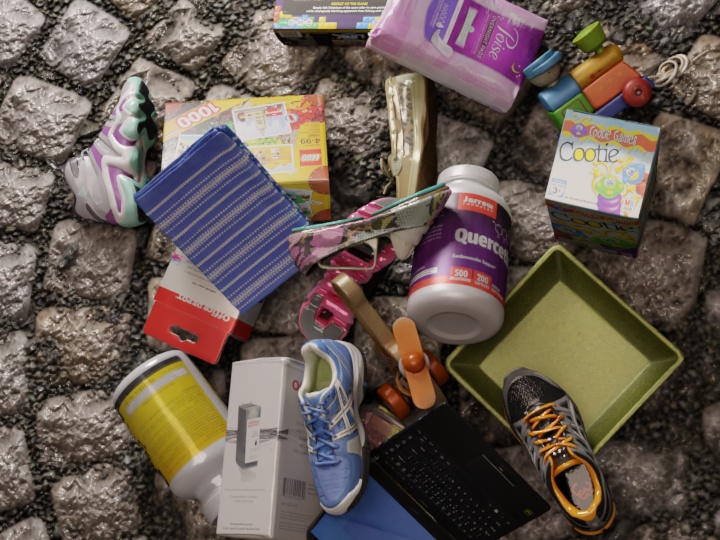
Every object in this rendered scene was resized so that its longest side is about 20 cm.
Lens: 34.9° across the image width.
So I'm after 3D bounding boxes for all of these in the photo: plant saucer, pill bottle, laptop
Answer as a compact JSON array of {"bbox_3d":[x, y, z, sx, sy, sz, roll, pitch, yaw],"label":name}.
[{"bbox_3d":[0.236,0.108,1.337,0.200,0.048,0.200,-46,73,0],"label":"plant saucer"},{"bbox_3d":[0.118,-0.022,1.340,0.112,0.113,0.201,1,58,13],"label":"pill bottle"},{"bbox_3d":[-0.204,0.204,1.386,0.112,0.112,0.200,-40,73,3],"label":"pill bottle"},{"bbox_3d":[0.075,0.278,1.273,0.177,0.103,0.200,45,122,-11],"label":"laptop"}]

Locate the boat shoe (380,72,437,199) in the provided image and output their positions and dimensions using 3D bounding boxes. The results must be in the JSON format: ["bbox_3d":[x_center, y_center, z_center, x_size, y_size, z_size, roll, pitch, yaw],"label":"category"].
[{"bbox_3d":[0.059,-0.152,1.424,0.062,0.073,0.201,-3,67,19],"label":"boat shoe"}]

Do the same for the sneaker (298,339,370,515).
[{"bbox_3d":[-0.038,0.170,1.270,0.075,0.077,0.201,-20,62,31],"label":"sneaker"}]

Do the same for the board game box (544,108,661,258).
[{"bbox_3d":[0.274,-0.093,1.289,0.104,0.200,0.103,14,82,16],"label":"board game box"}]

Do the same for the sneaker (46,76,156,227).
[{"bbox_3d":[-0.347,-0.157,1.510,0.139,0.078,0.201,0,78,12],"label":"sneaker"}]

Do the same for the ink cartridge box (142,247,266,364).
[{"bbox_3d":[-0.178,0.011,1.442,0.116,0.067,0.201,22,84,17],"label":"ink cartridge box"}]

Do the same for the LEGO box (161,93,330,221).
[{"bbox_3d":[-0.140,-0.135,1.410,0.199,0.077,0.149,-4,52,-2],"label":"LEGO box"}]

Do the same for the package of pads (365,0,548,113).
[{"bbox_3d":[0.116,-0.286,1.394,0.199,0.076,0.121,24,81,-9],"label":"package of pads"}]

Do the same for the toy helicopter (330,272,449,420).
[{"bbox_3d":[0.033,0.087,1.304,0.079,0.132,0.200,-39,102,-8],"label":"toy helicopter"}]

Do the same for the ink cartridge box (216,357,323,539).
[{"bbox_3d":[-0.085,0.213,1.324,0.084,0.146,0.201,-5,71,32],"label":"ink cartridge box"}]

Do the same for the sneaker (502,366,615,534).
[{"bbox_3d":[0.219,0.194,1.260,0.078,0.077,0.200,-32,72,7],"label":"sneaker"}]

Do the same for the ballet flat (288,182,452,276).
[{"bbox_3d":[0.016,-0.039,1.306,0.199,0.069,0.071,-17,87,9],"label":"ballet flat"}]

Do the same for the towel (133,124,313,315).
[{"bbox_3d":[-0.151,-0.057,1.341,0.145,0.024,0.200,-37,110,13],"label":"towel"}]

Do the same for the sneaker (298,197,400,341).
[{"bbox_3d":[0.000,0.000,1.386,0.079,0.095,0.200,36,97,14],"label":"sneaker"}]

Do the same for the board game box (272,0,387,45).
[{"bbox_3d":[-0.006,-0.379,1.488,0.199,0.057,0.166,4,78,13],"label":"board game box"}]

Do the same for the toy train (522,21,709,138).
[{"bbox_3d":[0.299,-0.246,1.355,0.200,0.085,0.116,-36,99,4],"label":"toy train"}]

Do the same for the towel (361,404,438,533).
[{"bbox_3d":[0.024,0.278,1.366,0.143,0.023,0.201,30,87,16],"label":"towel"}]
